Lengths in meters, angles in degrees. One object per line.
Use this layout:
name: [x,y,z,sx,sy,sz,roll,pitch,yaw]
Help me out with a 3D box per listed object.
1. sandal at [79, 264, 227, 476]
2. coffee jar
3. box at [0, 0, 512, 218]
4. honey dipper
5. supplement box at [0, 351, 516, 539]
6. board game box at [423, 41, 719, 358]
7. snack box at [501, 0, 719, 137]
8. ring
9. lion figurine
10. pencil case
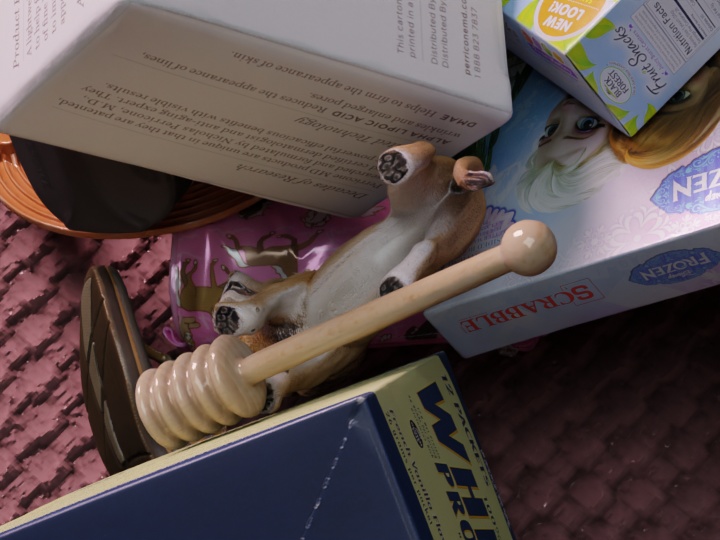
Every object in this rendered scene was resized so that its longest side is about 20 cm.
sandal: [-0.087,0.089,1.094,0.054,0.082,0.201,-19,69,-28]
coffee jar: [-0.103,-0.113,1.101,0.085,0.105,0.201,1,42,22]
box: [-0.050,-0.152,0.992,0.199,0.131,0.200,13,63,-32]
honey dipper: [-0.006,0.022,0.919,0.199,0.038,0.038,-26,60,26]
supplement box: [-0.045,0.137,0.933,0.199,0.200,0.135,-21,89,11]
board game box: [0.129,-0.074,1.032,0.199,0.041,0.200,-18,47,29]
snack box: [0.137,-0.180,1.031,0.200,0.068,0.169,-47,37,0]
ring: [-0.104,-0.087,1.166,0.199,0.019,0.201,-7,40,6]
lion figurine: [0.005,-0.001,0.996,0.200,0.122,0.073,-32,86,30]
pencil case: [0.000,0.000,1.123,0.199,0.083,0.087,-2,38,5]
